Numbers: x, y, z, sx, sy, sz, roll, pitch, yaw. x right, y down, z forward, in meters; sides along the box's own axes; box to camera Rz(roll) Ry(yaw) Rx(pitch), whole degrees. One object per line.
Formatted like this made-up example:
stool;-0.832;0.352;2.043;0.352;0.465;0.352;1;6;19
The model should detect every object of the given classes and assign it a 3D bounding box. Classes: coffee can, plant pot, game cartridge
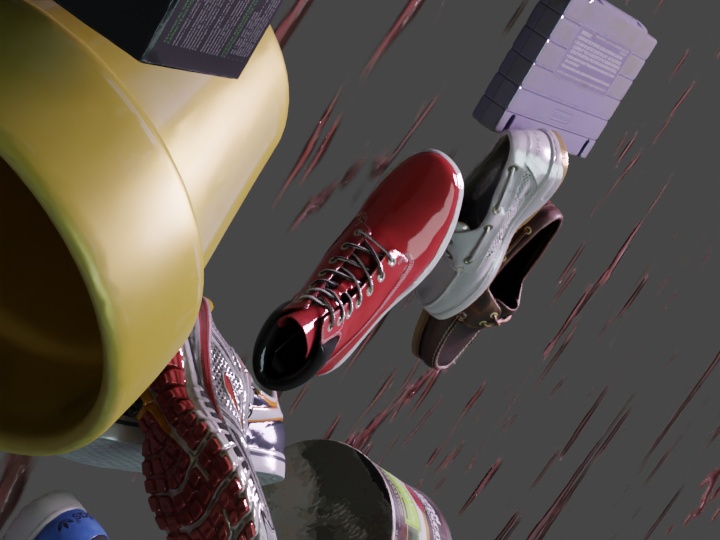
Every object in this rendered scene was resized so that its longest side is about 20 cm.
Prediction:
coffee can;-0.010;0.246;1.174;0.147;0.146;0.200;-50;153;-3
plant pot;-0.132;-0.054;0.579;0.189;0.199;0.202;-49;158;-42
game cartridge;0.175;-0.166;1.089;0.199;0.038;0.131;5;116;-59

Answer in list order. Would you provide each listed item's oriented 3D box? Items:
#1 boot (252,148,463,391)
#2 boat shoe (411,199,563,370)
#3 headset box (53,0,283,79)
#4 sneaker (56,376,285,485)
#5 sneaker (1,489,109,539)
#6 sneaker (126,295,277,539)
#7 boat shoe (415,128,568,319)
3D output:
boot;0.000;0.000;0.930;0.201;0.072;0.144;-54;172;9
boat shoe;0.113;0.014;1.171;0.070;0.070;0.202;-14;136;-52
headset box;-0.092;-0.196;0.454;0.175;0.199;0.093;-56;169;12
sneaker;-0.131;0.096;0.884;0.199;0.078;0.081;21;62;-48
sneaker;-0.225;0.264;0.892;0.201;0.111;0.077;-56;153;8
sneaker;-0.091;0.095;0.800;0.078;0.202;0.082;-34;160;36
boat shoe;0.089;-0.042;1.073;0.069;0.071;0.201;9;129;-32
